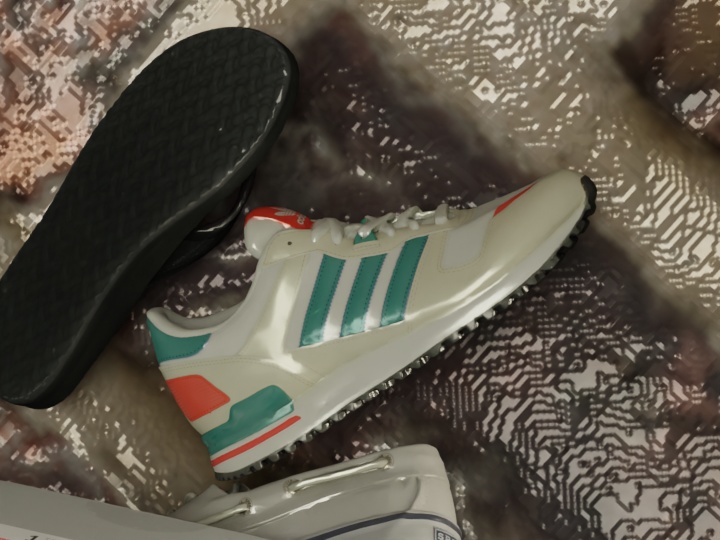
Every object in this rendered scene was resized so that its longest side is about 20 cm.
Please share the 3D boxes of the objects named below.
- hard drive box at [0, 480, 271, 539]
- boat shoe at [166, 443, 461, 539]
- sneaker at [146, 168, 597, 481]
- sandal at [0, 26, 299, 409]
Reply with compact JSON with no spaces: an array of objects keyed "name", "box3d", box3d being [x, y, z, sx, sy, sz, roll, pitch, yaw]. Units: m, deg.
[{"name":"hard drive box","box3d":[-0.101,0.198,0.848,0.155,0.077,0.201,10,99,12]},{"name":"boat shoe","box3d":[-0.053,0.120,0.909,0.199,0.072,0.066,-20,54,21]},{"name":"sneaker","box3d":[0.000,0.000,0.899,0.199,0.070,0.094,-35,88,10]},{"name":"sandal","box3d":[-0.092,-0.024,0.930,0.201,0.048,0.075,-48,57,19]}]
